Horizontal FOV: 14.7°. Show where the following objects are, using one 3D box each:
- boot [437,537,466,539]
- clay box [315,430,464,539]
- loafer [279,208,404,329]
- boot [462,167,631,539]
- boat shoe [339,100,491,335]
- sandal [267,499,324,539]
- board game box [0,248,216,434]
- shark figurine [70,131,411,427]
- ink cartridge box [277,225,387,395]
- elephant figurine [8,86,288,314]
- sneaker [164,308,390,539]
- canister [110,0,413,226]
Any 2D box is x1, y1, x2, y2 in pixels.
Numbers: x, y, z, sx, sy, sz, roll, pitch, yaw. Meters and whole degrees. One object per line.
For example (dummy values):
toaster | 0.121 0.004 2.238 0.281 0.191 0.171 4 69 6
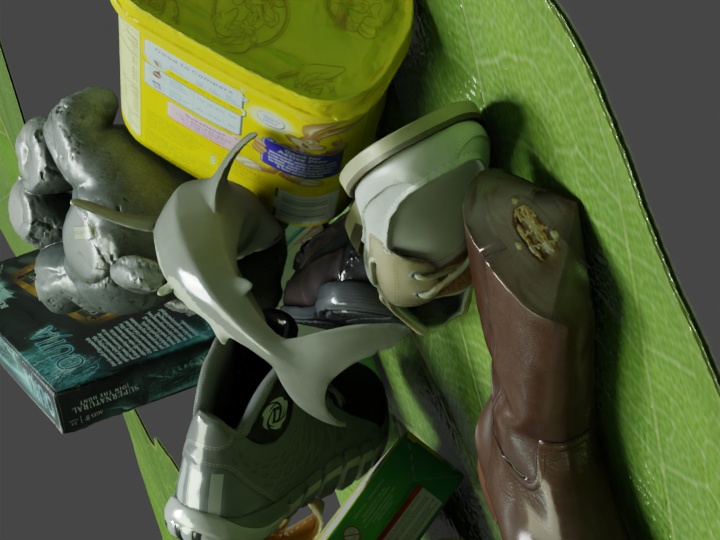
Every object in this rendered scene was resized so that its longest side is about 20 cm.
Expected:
boot | 0.088 0.210 1.417 0.156 0.072 0.201 102 144 -69
clay box | -0.003 0.167 1.644 0.048 0.115 0.200 37 165 3
loafer | 0.000 0.000 1.508 0.200 0.071 0.063 159 119 -81
boot | 0.091 0.074 1.226 0.201 0.064 0.187 89 158 -46
boat shoe | 0.035 -0.022 1.298 0.069 0.074 0.200 63 175 11
sandal | -0.056 0.154 1.740 0.212 0.077 0.070 147 127 -74
board game box | -0.148 0.027 1.627 0.200 0.135 0.028 38 143 58
shark figurine | -0.059 -0.017 1.349 0.090 0.128 0.215 -59 26 14
ink cartridge box | -0.067 0.008 1.736 0.145 0.087 0.201 141 107 -76
elephant figurine | -0.083 -0.045 1.559 0.141 0.199 0.156 -41 63 53
sneaker | -0.035 0.066 1.529 0.075 0.200 0.116 17 119 20
canister | -0.054 -0.106 1.396 0.148 0.087 0.200 28 163 5
